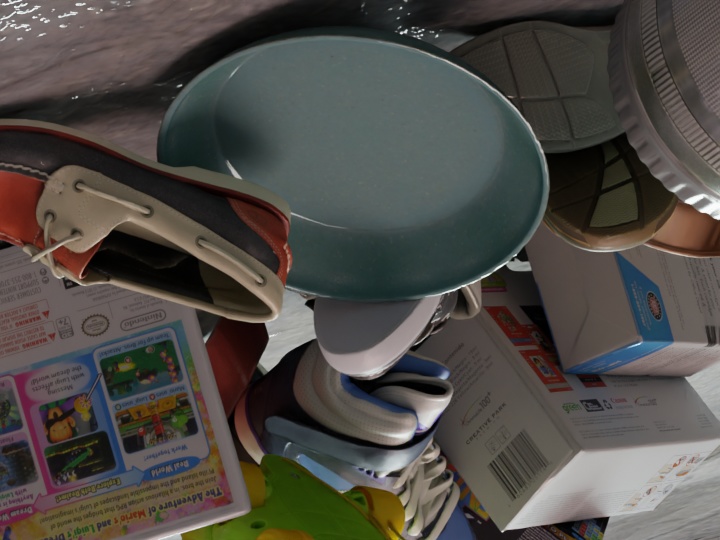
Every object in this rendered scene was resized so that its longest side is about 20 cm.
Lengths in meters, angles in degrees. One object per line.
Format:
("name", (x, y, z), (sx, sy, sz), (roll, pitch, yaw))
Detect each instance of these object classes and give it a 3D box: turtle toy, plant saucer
("turtle toy", (-0.042, 0.174, 1.777), (0.145, 0.200, 0.101), (14, 110, -36))
("plant saucer", (-0.114, 0.112, 1.837), (0.200, 0.037, 0.200), (-60, -179, 9))
("plant saucer", (-0.002, -0.060, 1.521), (0.199, 0.036, 0.200), (5, 141, 4))

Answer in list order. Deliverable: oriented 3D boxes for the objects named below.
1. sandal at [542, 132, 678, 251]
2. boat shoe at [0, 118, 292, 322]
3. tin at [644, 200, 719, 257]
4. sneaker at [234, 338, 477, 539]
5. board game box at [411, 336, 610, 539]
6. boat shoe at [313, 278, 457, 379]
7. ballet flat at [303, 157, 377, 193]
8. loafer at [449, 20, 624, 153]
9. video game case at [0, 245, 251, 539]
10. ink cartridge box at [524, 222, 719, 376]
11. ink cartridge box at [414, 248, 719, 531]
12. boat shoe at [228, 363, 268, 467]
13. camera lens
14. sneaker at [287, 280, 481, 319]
("sandal", (0.120, -0.047, 1.614), (0.080, 0.054, 0.200), (-11, -158, -10))
("boat shoe", (-0.130, -0.022, 1.499), (0.199, 0.063, 0.071), (14, 145, -14))
("tin", (0.207, -0.054, 1.782), (0.199, 0.112, 0.042), (-4, 121, -42))
("sneaker", (0.027, 0.118, 1.849), (0.146, 0.200, 0.081), (-29, -156, 51))
("board game box", (0.077, 0.121, 2.010), (0.057, 0.200, 0.165), (-52, -177, 25))
("boat shoe", (0.027, 0.005, 1.658), (0.070, 0.066, 0.200), (-9, -147, 19))
("ballet flat", (-0.029, -0.053, 1.646), (0.063, 0.068, 0.200), (15, 158, -9))
("loafer", (0.119, -0.098, 1.597), (0.199, 0.072, 0.063), (-13, 173, -23))
("video game case", (-0.181, 0.077, 1.699), (0.199, 0.183, 0.024), (-16, 179, 2))
("ink cartridge box", (0.196, 0.007, 1.973), (0.067, 0.116, 0.200), (-26, 162, 33))
("ink cartridge box", (0.121, 0.073, 1.977), (0.084, 0.176, 0.200), (-47, 155, 25))
("boat shoe", (-0.093, 0.100, 1.964), (0.066, 0.199, 0.075), (23, 108, -39))
("camera lens", (0.228, -0.122, 1.423), (0.159, 0.161, 0.200), (-8, 164, -29))
("sneaker", (0.000, 0.000, 1.798), (0.199, 0.089, 0.074), (-3, 161, -38))
